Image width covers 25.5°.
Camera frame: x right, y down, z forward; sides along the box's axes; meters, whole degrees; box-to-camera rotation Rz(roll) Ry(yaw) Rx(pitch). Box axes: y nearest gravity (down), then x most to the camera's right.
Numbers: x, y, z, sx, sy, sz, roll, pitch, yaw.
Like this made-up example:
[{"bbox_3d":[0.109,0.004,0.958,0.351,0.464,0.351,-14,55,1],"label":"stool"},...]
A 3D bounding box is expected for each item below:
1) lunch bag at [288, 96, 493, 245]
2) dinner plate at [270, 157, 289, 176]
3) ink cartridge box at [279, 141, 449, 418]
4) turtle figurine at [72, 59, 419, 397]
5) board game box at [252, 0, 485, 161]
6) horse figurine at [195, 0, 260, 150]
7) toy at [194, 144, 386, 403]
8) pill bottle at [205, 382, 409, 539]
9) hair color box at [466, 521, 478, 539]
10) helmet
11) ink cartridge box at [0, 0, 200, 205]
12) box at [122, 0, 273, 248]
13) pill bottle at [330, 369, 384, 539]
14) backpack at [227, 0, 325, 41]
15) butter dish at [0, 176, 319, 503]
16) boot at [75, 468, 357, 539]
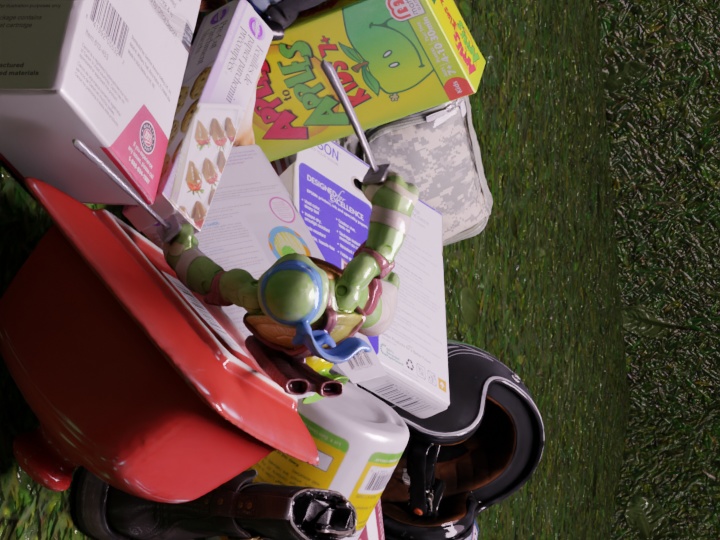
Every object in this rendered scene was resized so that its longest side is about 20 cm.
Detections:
[{"bbox_3d":[0.031,-0.115,1.479,0.200,0.167,0.140,72,25,-47],"label":"lunch bag"},{"bbox_3d":[-0.095,-0.029,1.313,0.200,0.024,0.201,0,90,-73],"label":"dinner plate"},{"bbox_3d":[0.000,0.000,1.353,0.198,0.043,0.201,32,46,-39],"label":"ink cartridge box"},{"bbox_3d":[-0.039,-0.023,0.955,0.200,0.144,0.194,50,-3,12],"label":"turtle figurine"},{"bbox_3d":[-0.017,-0.158,1.217,0.102,0.199,0.048,58,31,-28],"label":"board game box"},{"bbox_3d":[-0.113,-0.125,1.167,0.132,0.050,0.201,-17,108,-54],"label":"horse figurine"},{"bbox_3d":[-0.075,0.007,1.113,0.115,0.047,0.200,-10,61,-48],"label":"toy"},{"bbox_3d":[-0.053,0.186,1.232,0.201,0.111,0.111,-63,166,10],"label":"pill bottle"},{"bbox_3d":[0.062,0.260,1.730,0.200,0.100,0.061,70,25,-51],"label":"hair color box"},{"bbox_3d":[0.072,0.159,1.557,0.191,0.199,0.201,-38,129,-51],"label":"helmet"},{"bbox_3d":[-0.166,-0.160,0.961,0.145,0.084,0.201,58,38,-62],"label":"ink cartridge box"},{"bbox_3d":[-0.105,-0.102,1.059,0.039,0.041,0.200,46,41,-31],"label":"box"},{"bbox_3d":[-0.040,0.190,1.359,0.114,0.114,0.201,-58,146,-59],"label":"pill bottle"},{"bbox_3d":[-0.061,-0.300,1.158,0.190,0.154,0.200,45,33,-20],"label":"backpack"},{"bbox_3d":[-0.147,0.071,0.958,0.148,0.200,0.199,-44,157,2],"label":"butter dish"},{"bbox_3d":[-0.085,0.171,1.101,0.200,0.173,0.070,30,63,-71],"label":"boot"}]
